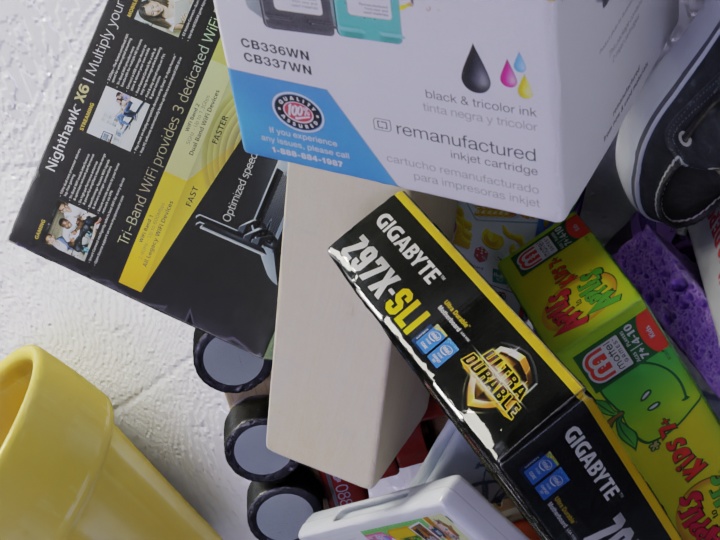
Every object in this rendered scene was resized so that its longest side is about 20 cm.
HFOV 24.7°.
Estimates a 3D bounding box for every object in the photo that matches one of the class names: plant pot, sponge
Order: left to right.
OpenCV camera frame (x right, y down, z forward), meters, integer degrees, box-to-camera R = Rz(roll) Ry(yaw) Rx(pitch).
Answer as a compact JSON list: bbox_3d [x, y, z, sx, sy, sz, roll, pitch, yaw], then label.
[{"bbox_3d":[-0.197,0.182,1.084,0.188,0.202,0.200,36,130,-19],"label":"plant pot"},{"bbox_3d":[0.197,0.065,0.750,0.030,0.201,0.111,-46,134,15],"label":"sponge"}]

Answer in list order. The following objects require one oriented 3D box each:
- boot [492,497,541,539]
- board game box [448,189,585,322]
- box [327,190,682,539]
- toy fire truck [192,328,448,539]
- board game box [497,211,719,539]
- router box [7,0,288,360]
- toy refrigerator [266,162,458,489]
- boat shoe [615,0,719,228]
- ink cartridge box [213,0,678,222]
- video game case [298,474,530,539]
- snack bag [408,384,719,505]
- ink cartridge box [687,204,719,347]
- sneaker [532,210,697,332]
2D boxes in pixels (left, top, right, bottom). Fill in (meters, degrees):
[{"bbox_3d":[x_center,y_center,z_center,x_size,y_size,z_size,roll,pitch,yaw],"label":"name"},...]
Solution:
[{"bbox_3d":[0.145,0.182,0.895,0.198,0.108,0.075,12,146,-12],"label":"boot"},{"bbox_3d":[0.066,-0.089,0.832,0.104,0.103,0.202,20,126,16],"label":"board game box"},{"bbox_3d":[0.078,0.077,0.728,0.049,0.160,0.200,-37,131,-1],"label":"box"},{"bbox_3d":[0.014,0.063,0.958,0.198,0.129,0.178,-14,119,2],"label":"toy fire truck"},{"bbox_3d":[0.144,0.078,0.780,0.047,0.102,0.201,-33,115,5],"label":"board game box"},{"bbox_3d":[-0.076,-0.074,0.877,0.156,0.052,0.202,24,90,11],"label":"router box"},{"bbox_3d":[0.000,0.000,0.807,0.069,0.076,0.202,18,126,17],"label":"toy refrigerator"},{"bbox_3d":[0.160,-0.070,0.683,0.068,0.057,0.201,-8,150,-17],"label":"boat shoe"},{"bbox_3d":[0.032,-0.152,0.624,0.145,0.146,0.201,13,137,24],"label":"ink cartridge box"},{"bbox_3d":[0.077,0.191,0.888,0.200,0.022,0.182,43,153,-10],"label":"video game case"},{"bbox_3d":[0.134,0.110,0.907,0.198,0.022,0.189,8,139,-13],"label":"snack bag"},{"bbox_3d":[0.232,-0.054,0.711,0.083,0.146,0.201,27,113,-6],"label":"ink cartridge box"},{"bbox_3d":[0.158,0.003,0.857,0.080,0.084,0.200,39,127,-1],"label":"sneaker"}]
